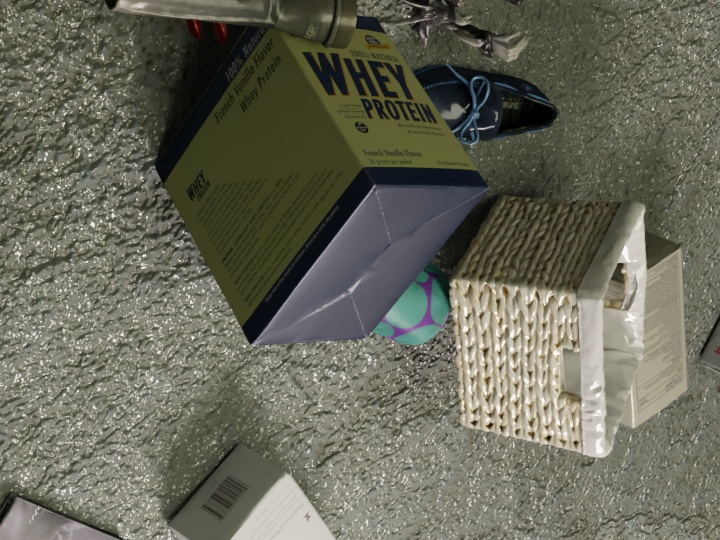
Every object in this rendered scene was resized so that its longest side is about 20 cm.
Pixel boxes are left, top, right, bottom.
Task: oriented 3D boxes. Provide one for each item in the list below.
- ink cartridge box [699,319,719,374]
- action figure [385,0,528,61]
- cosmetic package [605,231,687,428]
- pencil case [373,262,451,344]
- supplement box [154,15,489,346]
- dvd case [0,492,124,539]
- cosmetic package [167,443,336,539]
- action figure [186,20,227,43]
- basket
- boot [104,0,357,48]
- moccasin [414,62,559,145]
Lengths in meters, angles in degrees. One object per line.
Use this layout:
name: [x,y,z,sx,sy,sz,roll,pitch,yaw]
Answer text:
ink cartridge box: [0.535,0.063,2.173,0.083,0.146,0.200,29,90,-48]
action figure: [0.121,-0.266,1.644,0.200,0.102,0.119,-31,140,-32]
cosmetic package: [0.306,0.063,1.993,0.103,0.087,0.200,-30,127,-32]
pencil case: [0.000,0.000,1.668,0.200,0.085,0.093,31,49,-46]
supplement box: [-0.037,-0.078,1.462,0.134,0.200,0.200,-1,140,-44]
dvd case: [-0.309,0.309,1.571,0.149,0.016,0.200,34,85,-47]
cosmetic package: [-0.089,0.278,1.721,0.113,0.081,0.200,-49,135,-17]
action figure: [-0.050,-0.226,1.524,0.200,0.065,0.099,-32,121,-28]
basket: [0.193,0.051,1.774,0.200,0.160,0.199,-58,148,-54]
boot: [-0.107,-0.254,1.388,0.199,0.182,0.073,5,137,-17]
moccasin: [0.116,-0.164,1.711,0.200,0.068,0.081,-13,118,-40]
